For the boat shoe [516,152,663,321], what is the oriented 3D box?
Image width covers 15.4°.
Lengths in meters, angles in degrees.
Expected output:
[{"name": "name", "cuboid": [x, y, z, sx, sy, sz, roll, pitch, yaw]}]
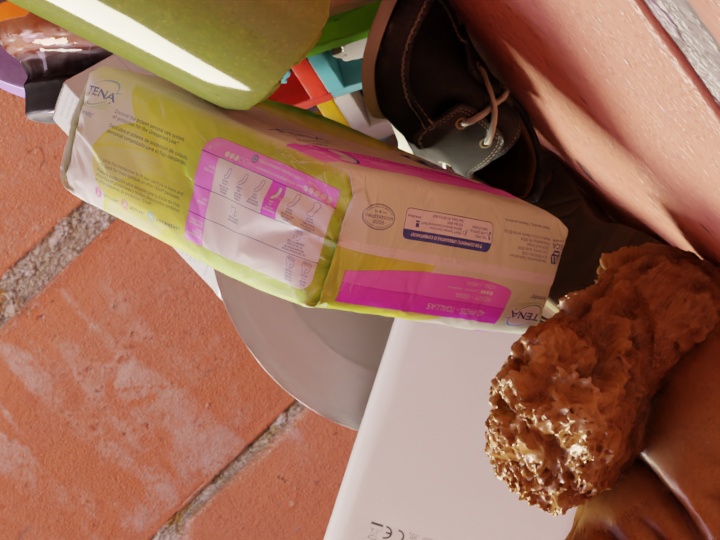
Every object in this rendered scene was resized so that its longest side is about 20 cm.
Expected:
[{"name": "boat shoe", "cuboid": [0.108, -0.001, 1.384, 0.068, 0.072, 0.200, 51, 173, -38]}]

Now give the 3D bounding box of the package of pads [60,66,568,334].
[{"name": "package of pads", "cuboid": [-0.027, -0.032, 1.238, 0.154, 0.069, 0.199, 9, -169, -46]}]

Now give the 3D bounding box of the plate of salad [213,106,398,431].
[{"name": "plate of salad", "cuboid": [0.000, 0.000, 1.487, 0.200, 0.200, 0.048, 47, 143, -5]}]

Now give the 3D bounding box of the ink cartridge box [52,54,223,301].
[{"name": "ink cartridge box", "cuboid": [-0.043, -0.074, 1.551, 0.200, 0.199, 0.041, 46, 145, 13]}]

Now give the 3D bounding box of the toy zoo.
[{"name": "toy zoo", "cuboid": [-0.017, -0.099, 1.382, 0.200, 0.130, 0.021, 55, -161, -69]}]

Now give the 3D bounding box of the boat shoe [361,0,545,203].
[{"name": "boat shoe", "cuboid": [0.048, -0.086, 1.304, 0.067, 0.072, 0.200, 19, 163, 21]}]

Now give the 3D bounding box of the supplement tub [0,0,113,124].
[{"name": "supplement tub", "cuboid": [-0.168, -0.191, 1.603, 0.107, 0.106, 0.202, 100, 170, -87]}]

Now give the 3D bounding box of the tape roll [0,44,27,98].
[{"name": "tape roll", "cuboid": [-0.187, -0.208, 1.689, 0.200, 0.200, 0.066, 47, 177, 2]}]

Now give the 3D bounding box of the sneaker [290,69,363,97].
[{"name": "sneaker", "cuboid": [-0.032, -0.137, 1.435, 0.079, 0.089, 0.200, 46, 177, 39]}]

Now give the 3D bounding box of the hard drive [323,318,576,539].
[{"name": "hard drive", "cuboid": [0.060, 0.111, 1.428, 0.131, 0.201, 0.026, 17, -159, -2]}]

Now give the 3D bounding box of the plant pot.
[{"name": "plant pot", "cuboid": [-0.093, -0.172, 1.164, 0.189, 0.201, 0.200, 34, -179, -14]}]

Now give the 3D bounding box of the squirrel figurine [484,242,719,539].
[{"name": "squirrel figurine", "cuboid": [0.129, 0.098, 1.236, 0.200, 0.187, 0.142, 48, 178, -14]}]
